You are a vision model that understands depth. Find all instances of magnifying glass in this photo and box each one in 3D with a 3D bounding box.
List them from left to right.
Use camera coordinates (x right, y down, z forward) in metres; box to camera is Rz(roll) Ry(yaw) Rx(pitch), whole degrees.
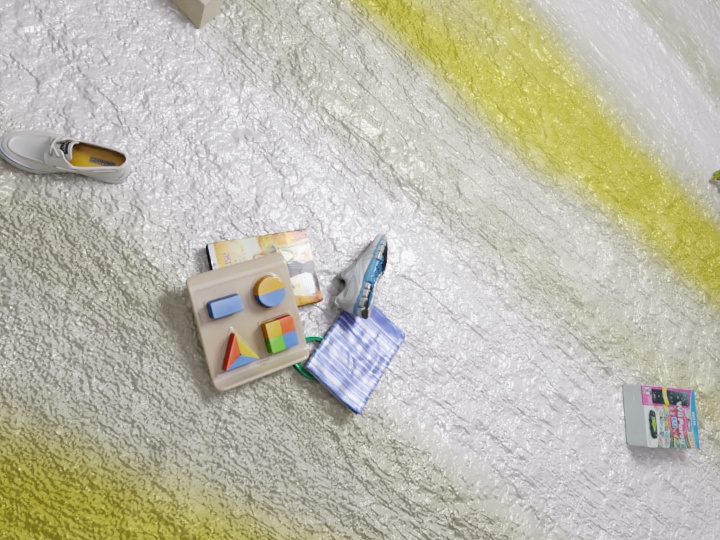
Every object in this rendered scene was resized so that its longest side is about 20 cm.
[{"bbox_3d":[-0.134,0.143,0.988,0.197,0.022,0.081,26,68,-20],"label":"magnifying glass"}]

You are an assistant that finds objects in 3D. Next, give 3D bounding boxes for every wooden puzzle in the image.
[{"bbox_3d":[-0.190,0.086,0.926,0.182,0.046,0.204,-17,92,-27],"label":"wooden puzzle"}]

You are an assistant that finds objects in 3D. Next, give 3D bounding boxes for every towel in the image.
[{"bbox_3d":[-0.003,0.156,1.030,0.145,0.024,0.201,43,56,-10],"label":"towel"}]

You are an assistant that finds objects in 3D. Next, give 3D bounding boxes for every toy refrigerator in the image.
[{"bbox_3d":[-0.358,-0.579,1.016,0.200,0.076,0.070,43,64,-10],"label":"toy refrigerator"}]

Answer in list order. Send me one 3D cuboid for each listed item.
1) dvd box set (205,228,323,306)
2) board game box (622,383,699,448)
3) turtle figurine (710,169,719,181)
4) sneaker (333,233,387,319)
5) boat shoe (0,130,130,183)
[{"bbox_3d":[-0.178,0.007,0.991,0.196,0.029,0.150,-10,83,-28],"label":"dvd box set"},{"bbox_3d":[0.764,0.371,1.345,0.196,0.064,0.151,10,74,-25],"label":"board game box"},{"bbox_3d":[1.187,-0.242,1.691,0.199,0.064,0.163,-39,96,-28],"label":"turtle figurine"},{"bbox_3d":[0.000,0.000,1.060,0.085,0.076,0.202,9,51,18],"label":"sneaker"},{"bbox_3d":[-0.482,-0.193,0.868,0.196,0.070,0.073,11,73,-23],"label":"boat shoe"}]
